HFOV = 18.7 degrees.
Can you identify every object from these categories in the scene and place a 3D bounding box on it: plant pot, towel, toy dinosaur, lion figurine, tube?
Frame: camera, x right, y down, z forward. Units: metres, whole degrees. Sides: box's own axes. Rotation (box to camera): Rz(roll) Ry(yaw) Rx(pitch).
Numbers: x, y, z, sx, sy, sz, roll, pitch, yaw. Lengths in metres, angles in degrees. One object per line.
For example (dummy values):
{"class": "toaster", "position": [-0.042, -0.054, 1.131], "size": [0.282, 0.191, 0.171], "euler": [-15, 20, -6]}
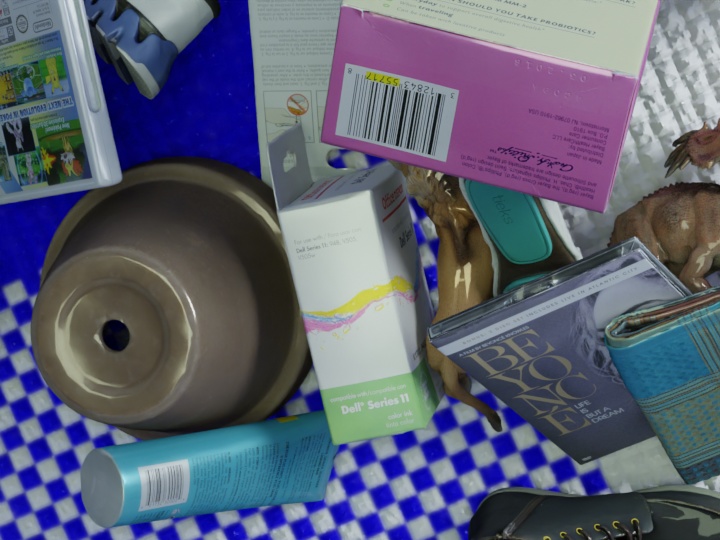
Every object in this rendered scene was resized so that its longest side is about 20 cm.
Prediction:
{"class": "plant pot", "position": [-0.137, 0.028, 1.442], "size": [0.199, 0.175, 0.202], "euler": [1, 96, 12]}
{"class": "towel", "position": [0.246, 0.064, 1.383], "size": [0.146, 0.200, 0.022], "euler": [-21, 53, 12]}
{"class": "toy dinosaur", "position": [0.210, -0.030, 1.424], "size": [0.199, 0.086, 0.136], "euler": [-27, 79, 30]}
{"class": "lion figurine", "position": [0.068, 0.006, 1.421], "size": [0.072, 0.122, 0.201], "euler": [-7, 85, 19]}
{"class": "tube", "position": [-0.089, 0.132, 1.445], "size": [0.050, 0.199, 0.078], "euler": [46, 126, 38]}

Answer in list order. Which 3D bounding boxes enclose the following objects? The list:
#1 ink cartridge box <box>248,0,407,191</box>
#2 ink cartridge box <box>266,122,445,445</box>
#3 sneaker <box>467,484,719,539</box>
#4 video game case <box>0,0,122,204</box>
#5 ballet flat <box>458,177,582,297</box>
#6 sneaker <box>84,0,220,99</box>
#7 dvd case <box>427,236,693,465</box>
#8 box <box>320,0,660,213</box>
{"class": "ink cartridge box", "position": [0.008, -0.155, 1.475], "size": [0.161, 0.050, 0.201], "euler": [1, 114, 10]}
{"class": "ink cartridge box", "position": [0.000, 0.000, 1.437], "size": [0.067, 0.117, 0.201], "euler": [-11, 100, 13]}
{"class": "sneaker", "position": [0.165, 0.190, 1.436], "size": [0.199, 0.106, 0.075], "euler": [-1, 101, 13]}
{"class": "video game case", "position": [-0.232, -0.138, 1.456], "size": [0.200, 0.022, 0.183], "euler": [-5, 99, 54]}
{"class": "ballet flat", "position": [0.112, -0.015, 1.385], "size": [0.069, 0.070, 0.201], "euler": [-13, 130, 12]}
{"class": "sneaker", "position": [-0.163, -0.216, 1.479], "size": [0.115, 0.081, 0.199], "euler": [-41, 70, -12]}
{"class": "dvd case", "position": [0.156, 0.056, 1.385], "size": [0.148, 0.200, 0.016], "euler": [-24, 50, 24]}
{"class": "box", "position": [0.087, -0.143, 1.322], "size": [0.175, 0.200, 0.097], "euler": [14, 126, 6]}
